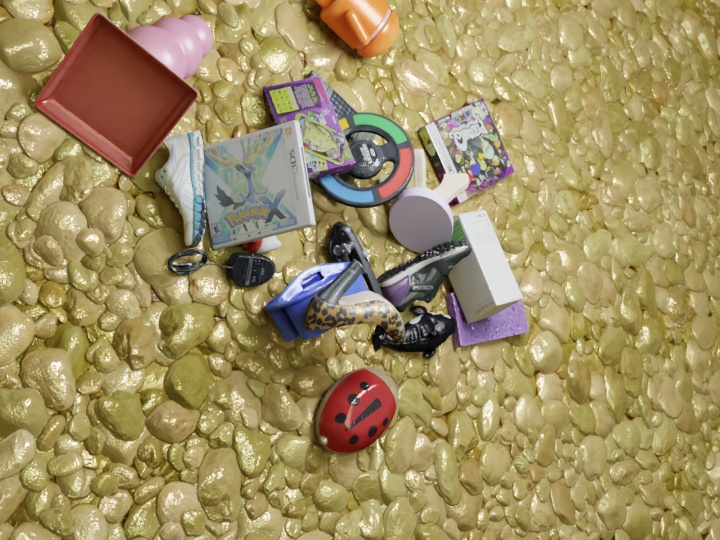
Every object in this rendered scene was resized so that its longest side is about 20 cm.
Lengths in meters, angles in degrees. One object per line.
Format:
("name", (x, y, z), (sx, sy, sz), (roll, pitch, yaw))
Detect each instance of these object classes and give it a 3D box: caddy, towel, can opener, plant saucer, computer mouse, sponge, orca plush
("caddy", (-0.077, 0.045, 1.533), (0.199, 0.140, 0.106), (-29, 99, -35))
("towel", (-0.072, -0.260, 1.677), (0.192, 0.034, 0.202), (40, 58, -23))
("can opener", (0.000, 0.000, 1.635), (0.202, 0.063, 0.079), (63, 34, -10))
("plant saucer", (-0.395, -0.285, 1.392), (0.199, 0.200, 0.037), (37, 24, -20))
("computer mouse", (-0.243, -0.009, 1.504), (0.197, 0.034, 0.060), (7, 104, -28))
("sponge", (0.272, 0.094, 1.822), (0.197, 0.030, 0.114), (-7, 82, -34))
("orca plush", (0.121, 0.116, 1.691), (0.197, 0.071, 0.107), (10, 74, -32))

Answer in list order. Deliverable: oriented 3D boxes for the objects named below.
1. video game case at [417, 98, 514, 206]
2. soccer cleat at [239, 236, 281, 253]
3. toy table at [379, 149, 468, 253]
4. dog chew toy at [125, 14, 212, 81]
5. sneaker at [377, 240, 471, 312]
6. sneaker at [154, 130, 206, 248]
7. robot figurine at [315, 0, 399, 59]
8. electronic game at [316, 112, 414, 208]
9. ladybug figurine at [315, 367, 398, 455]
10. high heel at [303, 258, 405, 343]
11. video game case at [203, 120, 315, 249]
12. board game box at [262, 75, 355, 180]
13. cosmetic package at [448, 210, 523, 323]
("video game case", (0.235, -0.262, 1.874), (0.199, 0.036, 0.184), (-29, 97, -35))
("soccer cleat", (-0.185, -0.131, 1.551), (0.084, 0.068, 0.204), (2, 79, -45))
("toy table", (0.122, -0.138, 1.701), (0.180, 0.201, 0.119), (6, 61, 2))
("dog chew toy", (-0.332, -0.379, 1.476), (0.125, 0.124, 0.200), (52, 50, -12))
("sneaker", (0.137, 0.013, 1.692), (0.197, 0.076, 0.089), (-26, 103, 4))
("sneaker", (-0.311, -0.139, 1.473), (0.085, 0.075, 0.204), (-2, 83, -7))
("robot figurine", (-0.003, -0.513, 1.725), (0.199, 0.144, 0.117), (39, 83, -21))
("electronic game", (0.006, -0.211, 1.620), (0.196, 0.042, 0.204), (0, 67, 1))
("ladybug figurine", (0.000, 0.259, 1.577), (0.199, 0.072, 0.137), (-40, 102, -33))
("high heel", (-0.009, 0.095, 1.469), (0.143, 0.071, 0.201), (-45, 122, -11))
("video game case", (-0.183, -0.147, 1.487), (0.022, 0.197, 0.186), (8, 71, -69))
("board game box", (-0.098, -0.267, 1.598), (0.118, 0.032, 0.203), (-16, 70, -14))
("cosmetic package", (0.240, -0.008, 1.755), (0.084, 0.107, 0.203), (-10, 71, -36))
